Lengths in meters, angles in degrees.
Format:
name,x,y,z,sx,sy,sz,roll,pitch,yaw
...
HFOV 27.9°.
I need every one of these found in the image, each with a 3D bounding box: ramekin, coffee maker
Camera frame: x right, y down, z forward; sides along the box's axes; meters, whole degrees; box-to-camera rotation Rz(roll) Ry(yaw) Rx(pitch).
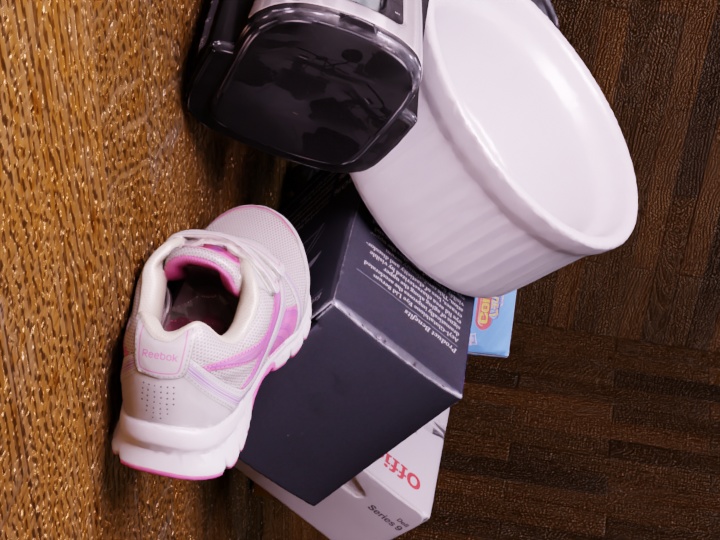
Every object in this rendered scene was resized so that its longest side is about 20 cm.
name,x,y,z,sx,sy,sz,roll,pitch,yaw
ramekin,0.075,-0.081,0.905,0.097,0.200,0.201,-33,-154,33
coffee maker,-0.014,-0.161,0.812,0.192,0.134,0.201,88,13,-64

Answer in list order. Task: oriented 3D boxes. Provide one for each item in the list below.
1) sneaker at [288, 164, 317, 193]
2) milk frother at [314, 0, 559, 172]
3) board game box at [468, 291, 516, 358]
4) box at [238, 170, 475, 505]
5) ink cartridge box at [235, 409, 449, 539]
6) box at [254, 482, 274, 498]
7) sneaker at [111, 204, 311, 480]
name,x,y,z,sx,sy,sz,roll,pitch,yaw
sneaker,0.000,0.000,1.184,0.200,0.090,0.076,51,27,-14
milk frother,0.009,-0.169,1.092,0.188,0.181,0.200,-45,-164,-14
board game box,0.077,-0.026,1.376,0.195,0.056,0.202,3,-94,62
box,-0.009,0.024,0.939,0.148,0.104,0.201,-39,-157,35
ink cartridge box,-0.010,0.088,1.085,0.084,0.146,0.201,-35,-155,35
box,-0.054,0.077,1.223,0.120,0.041,0.201,92,6,-47
sneaker,-0.071,0.015,0.759,0.200,0.081,0.089,-74,172,-55
